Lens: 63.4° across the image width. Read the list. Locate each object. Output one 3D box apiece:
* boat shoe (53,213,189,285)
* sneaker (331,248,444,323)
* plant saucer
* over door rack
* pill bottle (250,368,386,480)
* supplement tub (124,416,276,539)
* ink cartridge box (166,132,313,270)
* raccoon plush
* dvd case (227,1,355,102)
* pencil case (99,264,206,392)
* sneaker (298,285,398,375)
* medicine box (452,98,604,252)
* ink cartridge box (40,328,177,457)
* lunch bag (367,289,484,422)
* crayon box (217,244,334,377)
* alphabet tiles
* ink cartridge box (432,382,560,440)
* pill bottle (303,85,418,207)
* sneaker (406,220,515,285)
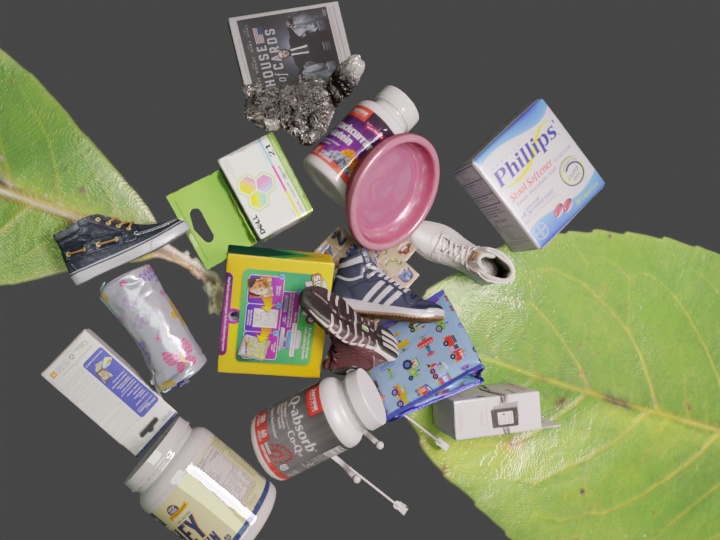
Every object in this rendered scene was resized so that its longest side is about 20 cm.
[{"bbox_3d":[-0.380,-0.058,0.926,0.198,0.071,0.092,-26,98,-10],"label":"boat shoe"},{"bbox_3d":[0.046,0.025,0.968,0.197,0.070,0.110,6,78,16],"label":"sneaker"},{"bbox_3d":[0.047,-0.133,0.968,0.199,0.051,0.203,-27,135,-31],"label":"plant saucer"},{"bbox_3d":[0.048,0.312,1.014,0.199,0.067,0.148,38,82,-9],"label":"over door rack"},{"bbox_3d":[-0.066,0.243,0.935,0.198,0.116,0.117,-29,95,11],"label":"pill bottle"},{"bbox_3d":[-0.247,0.340,0.909,0.200,0.145,0.145,42,81,-8],"label":"supplement tub"},{"bbox_3d":[-0.200,-0.111,0.965,0.198,0.076,0.149,-30,95,-13],"label":"ink cartridge box"},{"bbox_3d":[-0.104,-0.298,0.943,0.133,0.097,0.201,17,124,-36],"label":"raccoon plush"},{"bbox_3d":[-0.117,-0.378,1.017,0.197,0.025,0.153,-15,91,-13],"label":"dvd case"},{"bbox_3d":[-0.329,0.092,0.929,0.090,0.083,0.202,-29,95,-3],"label":"pencil case"},{"bbox_3d":[-0.042,0.113,0.928,0.199,0.076,0.115,36,121,-25],"label":"sneaker"},{"bbox_3d":[0.304,-0.169,1.064,0.182,0.103,0.201,-42,98,-10],"label":"medicine box"},{"bbox_3d":[-0.398,0.195,0.935,0.200,0.037,0.095,44,80,-5],"label":"ink cartridge box"},{"bbox_3d":[0.088,0.153,0.989,0.198,0.094,0.152,-24,61,-1],"label":"lunch bag"},{"bbox_3d":[-0.140,0.069,0.958,0.170,0.058,0.203,5,105,-14],"label":"crayon box"},{"bbox_3d":[0.000,0.000,1.024,0.167,0.008,0.200,42,80,4],"label":"alphabet tiles"},{"bbox_3d":[0.238,0.243,1.033,0.197,0.116,0.068,-4,88,-13],"label":"ink cartridge box"},{"bbox_3d":[0.006,-0.216,0.995,0.111,0.111,0.200,44,80,-8],"label":"pill bottle"},{"bbox_3d":[0.179,-0.035,1.027,0.198,0.116,0.075,25,85,-8],"label":"sneaker"}]
